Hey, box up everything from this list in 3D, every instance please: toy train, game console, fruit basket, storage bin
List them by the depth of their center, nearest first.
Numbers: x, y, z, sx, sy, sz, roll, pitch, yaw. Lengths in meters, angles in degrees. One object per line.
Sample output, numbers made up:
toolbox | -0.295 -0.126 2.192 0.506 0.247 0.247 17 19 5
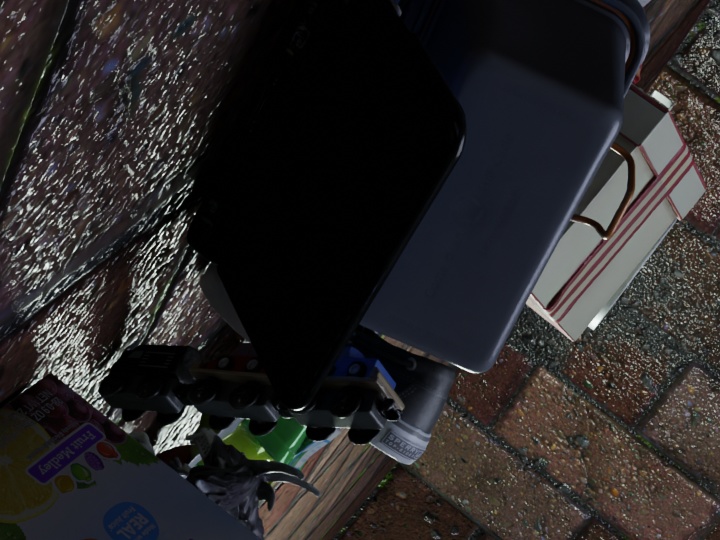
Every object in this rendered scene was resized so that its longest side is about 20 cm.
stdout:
game console | 0.003 -0.062 0.861 0.176 0.116 0.200 -42 167 -52
storage bin | 0.070 -0.047 0.873 0.135 0.145 0.201 -80 -166 -63
toy train | -0.058 0.061 0.905 0.034 0.199 0.046 56 49 -38
fruit basket | -0.101 0.144 1.246 0.200 0.094 0.185 -49 172 -4

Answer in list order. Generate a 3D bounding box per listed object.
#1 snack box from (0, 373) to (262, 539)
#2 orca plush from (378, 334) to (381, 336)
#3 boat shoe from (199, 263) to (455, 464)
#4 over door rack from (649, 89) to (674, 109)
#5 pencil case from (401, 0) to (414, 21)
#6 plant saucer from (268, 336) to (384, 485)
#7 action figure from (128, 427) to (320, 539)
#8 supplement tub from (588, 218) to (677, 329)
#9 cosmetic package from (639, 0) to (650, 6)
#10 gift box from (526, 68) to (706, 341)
snack box | -0.123 0.159 0.782 0.068 0.200 0.169 -57 172 33
orca plush | 0.000 0.000 1.403 0.200 0.071 0.105 -49 -143 2
boat shoe | -0.017 0.035 0.951 0.068 0.200 0.057 29 97 -46
over door rack | 0.299 -0.165 2.253 0.199 0.067 0.148 -23 157 -30
pencil case | 0.016 -0.064 1.042 0.078 0.087 0.201 -1 130 -52
plant saucer | -0.051 0.106 1.520 0.200 0.048 0.200 -50 171 -19
action figure | -0.128 0.133 0.939 0.199 0.103 0.119 -27 162 1
supplement tub | 0.162 -0.056 1.503 0.146 0.200 0.145 -52 172 -10
cosmetic package | 0.162 -0.225 1.136 0.200 0.101 0.074 -40 164 -55
gift box | 0.134 -0.091 1.287 0.187 0.200 0.185 -49 158 0
